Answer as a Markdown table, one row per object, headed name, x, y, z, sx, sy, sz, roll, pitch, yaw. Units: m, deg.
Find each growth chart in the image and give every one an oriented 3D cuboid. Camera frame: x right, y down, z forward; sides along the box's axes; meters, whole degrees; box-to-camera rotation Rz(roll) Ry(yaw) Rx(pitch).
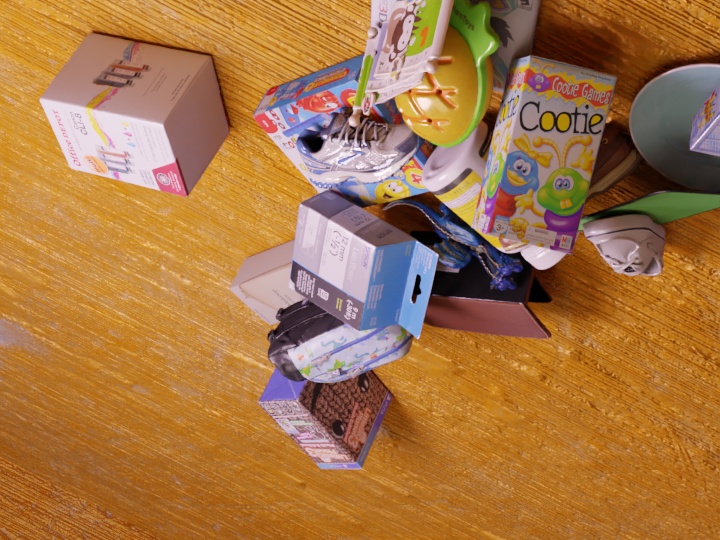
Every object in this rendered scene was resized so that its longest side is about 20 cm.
| name | x | y | z | sx | sy | sz | roll | pitch | yaw |
| --- | --- | --- | --- | --- | --- | --- | --- | --- | --- |
| growth chart | 0.049 | -0.256 | 1.343 | 0.018 | 0.145 | 0.200 | 17 | 161 | -25 |

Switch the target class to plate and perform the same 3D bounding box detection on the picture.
| name | x | y | z | sx | sy | sz | roll | pitch | yaw |
| --- | --- | --- | --- | --- | --- | --- | --- | --- | --- |
| plate | 0.407 | -0.164 | 1.359 | 0.199 | 0.026 | 0.200 | 18 | 146 | 12 |

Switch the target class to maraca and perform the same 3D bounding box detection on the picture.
| name | x | y | z | sx | sy | sz | roll | pitch | yaw |
| --- | --- | --- | --- | --- | --- | --- | --- | --- | --- |
| maraca | 0.100 | -0.233 | 1.363 | 0.137 | 0.107 | 0.200 | 47 | 140 | 28 |

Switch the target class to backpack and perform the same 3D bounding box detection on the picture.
| name | x | y | z | sx | sy | sz | roll | pitch | yaw |
| --- | --- | --- | --- | --- | --- | --- | --- | --- | --- |
| backpack | -0.017 | 0.084 | 1.763 | 0.200 | 0.163 | 0.154 | -37 | 105 | 21 |

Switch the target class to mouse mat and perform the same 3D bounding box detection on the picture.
| name | x | y | z | sx | sy | sz | roll | pitch | yaw |
| --- | --- | --- | --- | --- | --- | --- | --- | --- | --- |
| mouse mat | 0.349 | -0.070 | 1.440 | 0.160 | 0.008 | 0.200 | 0 | 170 | -35 |

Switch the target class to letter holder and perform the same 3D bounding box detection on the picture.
| name | x | y | z | sx | sy | sz | roll | pitch | yaw |
| --- | --- | --- | --- | --- | --- | --- | --- | --- | --- |
| letter holder | 0.173 | 0.023 | 1.701 | 0.199 | 0.101 | 0.142 | 5 | 157 | 30 |

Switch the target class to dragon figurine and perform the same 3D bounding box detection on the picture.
| name | x | y | z | sx | sy | sz | roll | pitch | yaw |
| --- | --- | --- | --- | --- | --- | --- | --- | --- | --- |
| dragon figurine | 0.128 | -0.044 | 1.587 | 0.199 | 0.100 | 0.059 | 25 | 121 | -9 |

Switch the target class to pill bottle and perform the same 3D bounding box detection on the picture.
| name | x | y | z | sx | sy | sz | roll | pitch | yaw |
| --- | --- | --- | --- | --- | --- | --- | --- | --- | --- |
| pill bottle | 0.184 | -0.092 | 1.528 | 0.200 | 0.112 | 0.111 | 39 | 144 | -17 |

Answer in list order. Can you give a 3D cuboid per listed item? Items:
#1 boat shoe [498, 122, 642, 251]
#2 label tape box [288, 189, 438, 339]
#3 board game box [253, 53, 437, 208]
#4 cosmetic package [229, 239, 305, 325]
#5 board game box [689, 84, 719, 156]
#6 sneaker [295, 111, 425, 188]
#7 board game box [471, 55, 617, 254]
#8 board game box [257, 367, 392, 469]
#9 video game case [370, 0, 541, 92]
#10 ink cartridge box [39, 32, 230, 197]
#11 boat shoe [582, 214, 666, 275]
| name | x | y | z | sx | sy | sz | roll | pitch | yaw |
| --- | --- | --- | --- | --- | --- | --- | --- | --- | --- |
| boat shoe | 0.242 | -0.100 | 1.445 | 0.068 | 0.200 | 0.072 | 52 | -175 | -7 |
| label tape box | 0.000 | 0.000 | 1.629 | 0.200 | 0.066 | 0.144 | 32 | 129 | 28 |
| board game box | -0.009 | -0.177 | 1.594 | 0.195 | 0.056 | 0.200 | -12 | 131 | 43 |
| cosmetic package | -0.105 | 0.013 | 1.901 | 0.104 | 0.073 | 0.200 | 43 | 142 | -23 |
| board game box | 0.445 | -0.181 | 1.239 | 0.199 | 0.062 | 0.200 | 2 | 134 | 19 |
| sneaker | -0.007 | -0.159 | 1.502 | 0.200 | 0.077 | 0.085 | -10 | 128 | 41 |
| board game box | 0.204 | -0.131 | 1.350 | 0.103 | 0.201 | 0.105 | 13 | -175 | -6 |
| board game box | -0.058 | 0.224 | 2.073 | 0.097 | 0.160 | 0.200 | -7 | 135 | 40 |
| video game case | 0.107 | -0.296 | 1.386 | 0.199 | 0.022 | 0.183 | 18 | 146 | 12 |
| ink cartridge box | -0.311 | -0.218 | 1.663 | 0.199 | 0.145 | 0.146 | 14 | 145 | 19 |
| boat shoe | 0.329 | -0.027 | 1.468 | 0.072 | 0.066 | 0.200 | -10 | 170 | 25 |
